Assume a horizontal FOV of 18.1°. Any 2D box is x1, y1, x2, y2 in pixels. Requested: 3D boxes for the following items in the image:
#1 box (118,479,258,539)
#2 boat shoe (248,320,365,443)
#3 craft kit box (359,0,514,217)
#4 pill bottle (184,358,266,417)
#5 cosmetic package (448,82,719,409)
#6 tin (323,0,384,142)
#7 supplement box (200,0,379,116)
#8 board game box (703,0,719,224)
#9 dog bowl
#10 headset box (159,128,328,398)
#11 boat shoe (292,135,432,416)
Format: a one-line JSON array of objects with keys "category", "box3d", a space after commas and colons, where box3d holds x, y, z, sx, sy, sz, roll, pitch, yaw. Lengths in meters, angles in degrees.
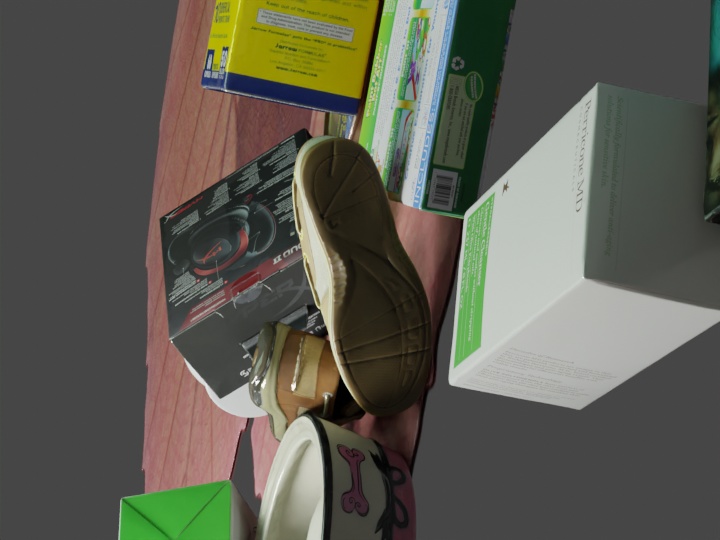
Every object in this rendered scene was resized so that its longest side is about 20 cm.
[{"category": "box", "box3d": [-0.115, 0.291, 1.699, 0.177, 0.096, 0.201, 62, -159, -52]}, {"category": "boat shoe", "box3d": [-0.028, 0.090, 1.657, 0.200, 0.073, 0.076, 51, -132, -75]}, {"category": "craft kit box", "box3d": [0.051, -0.143, 1.563, 0.197, 0.048, 0.201, -156, 76, -73]}, {"category": "pill bottle", "box3d": [-0.102, 0.038, 1.926, 0.200, 0.112, 0.113, -108, 31, -61]}, {"category": "cosmetic package", "box3d": [0.119, -0.007, 1.164, 0.200, 0.084, 0.108, 130, 149, -65]}, {"category": "tin", "box3d": [0.008, -0.180, 1.792, 0.112, 0.042, 0.201, 171, 108, -71]}, {"category": "supplement box", "box3d": [-0.046, -0.228, 1.742, 0.109, 0.109, 0.201, -159, 79, -75]}, {"category": "board game box", "box3d": [0.207, -0.112, 1.000, 0.200, 0.028, 0.136, 135, 143, -66]}, {"category": "dog bowl", "box3d": [-0.020, 0.204, 1.583, 0.200, 0.073, 0.201, -171, 90, -75]}, {"category": "headset box", "box3d": [-0.075, -0.002, 1.770, 0.148, 0.075, 0.200, -32, 31, 11]}, {"category": "boat shoe", "box3d": [0.000, 0.000, 1.552, 0.066, 0.074, 0.201, -134, 31, -71]}]
